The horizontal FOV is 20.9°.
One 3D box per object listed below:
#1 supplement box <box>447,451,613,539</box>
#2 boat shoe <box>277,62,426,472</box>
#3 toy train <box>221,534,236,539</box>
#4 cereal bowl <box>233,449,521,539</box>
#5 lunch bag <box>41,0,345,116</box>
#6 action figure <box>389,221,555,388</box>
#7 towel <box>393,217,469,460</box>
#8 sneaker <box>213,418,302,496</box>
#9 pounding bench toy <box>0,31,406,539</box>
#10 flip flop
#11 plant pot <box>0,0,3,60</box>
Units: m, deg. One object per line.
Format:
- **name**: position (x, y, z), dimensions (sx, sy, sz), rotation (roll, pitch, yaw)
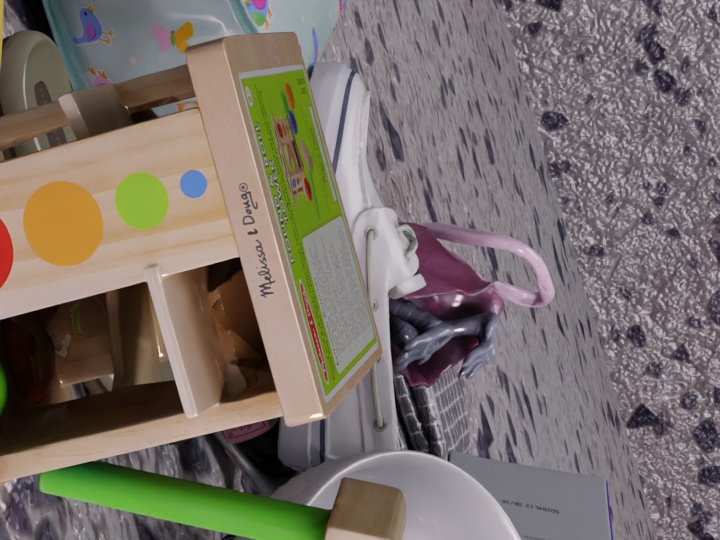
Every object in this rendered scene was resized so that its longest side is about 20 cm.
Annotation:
- **supplement box**: position (0.083, 0.225, 1.179), dimensions (0.104, 0.100, 0.202), rotation (-82, -177, -64)
- **boat shoe**: position (0.000, 0.000, 0.965), dimensions (0.074, 0.066, 0.202), rotation (-49, 142, -83)
- **toy train**: position (-0.037, 0.227, 0.964), dimensions (0.046, 0.034, 0.202), rotation (-27, 102, -67)
- **cereal bowl**: position (-0.003, 0.187, 0.923), dimensions (0.199, 0.083, 0.202), rotation (10, 75, -44)
- **lunch bag**: position (-0.096, -0.175, 0.961), dimensions (0.171, 0.121, 0.201), rotation (-71, 141, -61)
- **action figure**: position (-0.005, -0.024, 1.140), dimensions (0.200, 0.149, 0.134), rotation (45, -15, 30)
- **towel**: position (0.013, 0.054, 1.285), dimensions (0.166, 0.085, 0.202), rotation (-21, 96, -79)
- **sneaker**: position (-0.063, 0.037, 0.984), dimensions (0.201, 0.070, 0.082), rotation (62, 16, -44)
- **pounding bench toy**: position (-0.081, 0.034, 0.691), dimensions (0.124, 0.155, 0.202), rotation (-41, 116, -78)
- **flip flop**: position (-0.107, -0.013, 0.866), dimensions (0.081, 0.057, 0.202), rotation (-71, 145, -70)
- **plant pot**: position (-0.164, -0.041, 0.337), dimensions (0.196, 0.192, 0.201), rotation (-82, 160, -62)
